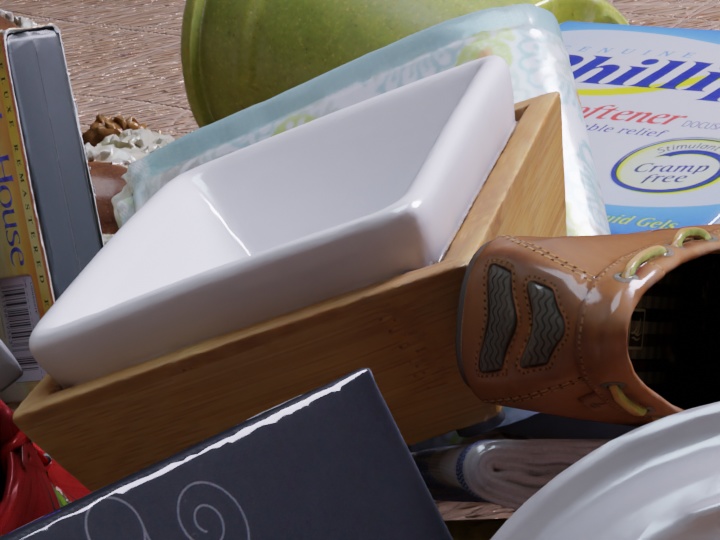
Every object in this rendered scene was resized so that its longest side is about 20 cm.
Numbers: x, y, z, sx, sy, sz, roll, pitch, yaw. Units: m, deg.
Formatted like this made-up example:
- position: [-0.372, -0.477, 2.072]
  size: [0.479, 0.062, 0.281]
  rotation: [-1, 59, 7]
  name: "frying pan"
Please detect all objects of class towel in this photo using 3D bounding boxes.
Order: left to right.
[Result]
- position: [0.000, 0.000, 1.053]
  size: [0.199, 0.048, 0.172]
  rotation: [-23, 52, 16]
  name: "towel"
- position: [0.086, 0.071, 0.919]
  size: [0.146, 0.024, 0.200]
  rotation: [1, -6, -9]
  name: "towel"

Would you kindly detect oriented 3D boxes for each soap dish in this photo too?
- position: [-0.012, 0.006, 0.918]
  size: [0.157, 0.082, 0.200]
  rotation: [-19, 13, 18]
  name: "soap dish"

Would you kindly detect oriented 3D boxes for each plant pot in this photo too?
- position: [0.040, -0.106, 1.409]
  size: [0.200, 0.202, 0.184]
  rotation: [-17, 31, -34]
  name: "plant pot"

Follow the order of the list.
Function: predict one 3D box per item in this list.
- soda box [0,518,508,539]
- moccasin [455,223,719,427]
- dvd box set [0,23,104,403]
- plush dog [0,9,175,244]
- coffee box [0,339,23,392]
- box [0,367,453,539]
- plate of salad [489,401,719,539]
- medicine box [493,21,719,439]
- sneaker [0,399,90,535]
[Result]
- position: [-0.035, 0.120, 0.860]
  size: [0.199, 0.064, 0.068]
  rotation: [-2, 16, 8]
  name: "soda box"
- position: [0.113, 0.016, 0.845]
  size: [0.077, 0.074, 0.201]
  rotation: [7, -3, 37]
  name: "moccasin"
- position: [-0.174, -0.016, 1.137]
  size: [0.029, 0.147, 0.199]
  rotation: [-14, 4, -38]
  name: "dvd box set"
- position: [-0.117, -0.011, 1.252]
  size: [0.171, 0.161, 0.200]
  rotation: [2, 30, -38]
  name: "plush dog"
- position: [-0.226, 0.057, 0.951]
  size: [0.200, 0.080, 0.114]
  rotation: [-39, 18, -8]
  name: "coffee box"
- position: [-0.064, 0.123, 0.712]
  size: [0.106, 0.123, 0.200]
  rotation: [-29, -3, 43]
  name: "box"
- position: [0.106, 0.127, 0.647]
  size: [0.199, 0.201, 0.048]
  rotation: [-2, -21, 11]
  name: "plate of salad"
- position: [0.116, -0.018, 1.151]
  size: [0.181, 0.103, 0.200]
  rotation: [7, 32, 37]
  name: "medicine box"
- position: [-0.125, 0.080, 0.984]
  size: [0.076, 0.085, 0.200]
  rotation: [-1, 18, 13]
  name: "sneaker"
